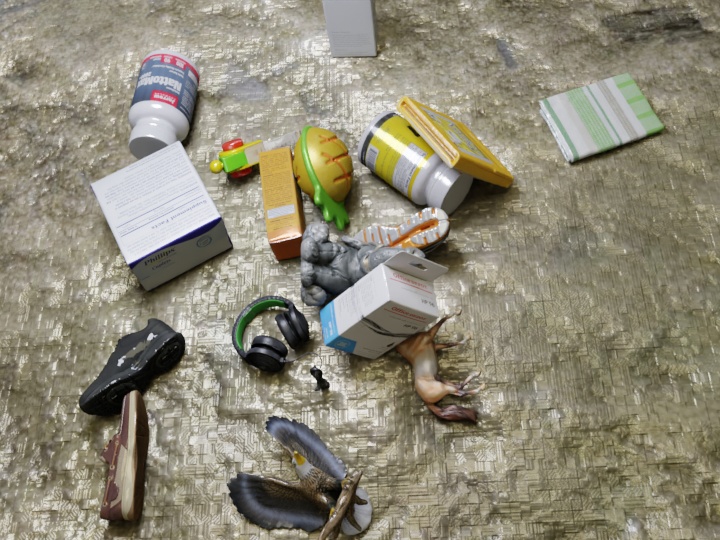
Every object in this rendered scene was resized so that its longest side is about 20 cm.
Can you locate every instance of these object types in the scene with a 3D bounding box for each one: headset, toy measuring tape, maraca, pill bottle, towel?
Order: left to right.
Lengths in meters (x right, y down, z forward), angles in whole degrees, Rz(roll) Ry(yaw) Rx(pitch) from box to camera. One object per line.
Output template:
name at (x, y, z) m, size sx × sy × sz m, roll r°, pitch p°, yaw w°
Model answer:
pill bottle at (-0.386, -0.314, 1.594) m, size 0.117 × 0.120 × 0.204 m, roll 1°, pitch 61°, yaw 6°
toy measuring tape at (-0.205, -0.228, 1.569) m, size 0.198 × 0.074 × 0.074 m, roll -28°, pitch 61°, yaw -29°
headset at (-0.128, 0.126, 1.366) m, size 0.124 × 0.095 × 0.199 m, roll -46°, pitch 51°, yaw -14°
maraca at (-0.064, -0.169, 1.479) m, size 0.105 × 0.136 × 0.204 m, roll -23°, pitch 64°, yaw 24°
pill bottle at (0.099, -0.192, 1.482) m, size 0.199 × 0.115 × 0.114 m, roll 38°, pitch 70°, yaw 22°
towel at (0.454, -0.289, 1.555) m, size 0.196 × 0.031 × 0.152 m, roll -17°, pitch 63°, yaw -7°

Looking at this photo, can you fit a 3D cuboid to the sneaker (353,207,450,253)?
sneaker at (0.070, -0.046, 1.431) m, size 0.196 × 0.077 × 0.080 m, roll -17°, pitch 78°, yaw 17°

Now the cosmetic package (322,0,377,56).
cosmetic package at (-0.020, -0.519, 1.624) m, size 0.099 × 0.201 × 0.075 m, roll 0°, pitch 60°, yaw 5°

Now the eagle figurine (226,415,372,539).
eagle figurine at (-0.083, 0.316, 1.230) m, size 0.197 × 0.155 × 0.150 m, roll 8°, pitch 13°, yaw 43°

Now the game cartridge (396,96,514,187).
game cartridge at (0.173, -0.227, 1.456) m, size 0.033 × 0.198 × 0.177 m, roll -52°, pitch 56°, yaw 24°

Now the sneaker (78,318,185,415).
sneaker at (-0.388, 0.160, 1.367) m, size 0.199 × 0.077 × 0.090 m, roll -39°, pitch 55°, yaw -23°

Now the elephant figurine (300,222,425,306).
elephant figurine at (0.000, 0.000, 1.350) m, size 0.195 × 0.144 × 0.156 m, roll 1°, pitch 28°, yaw -2°

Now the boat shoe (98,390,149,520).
boat shoe at (-0.378, 0.290, 1.288) m, size 0.070 × 0.072 × 0.204 m, roll -4°, pitch 67°, yaw 1°

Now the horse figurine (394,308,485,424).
horse figurine at (0.125, 0.156, 1.319) m, size 0.130 × 0.050 × 0.204 m, roll -20°, pitch 66°, yaw 9°

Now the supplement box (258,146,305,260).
supplement box at (-0.141, -0.125, 1.493) m, size 0.067 × 0.067 × 0.204 m, roll -14°, pitch 61°, yaw 3°

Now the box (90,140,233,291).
box at (-0.357, -0.099, 1.479) m, size 0.181 × 0.106 × 0.202 m, roll -28°, pitch 61°, yaw -10°

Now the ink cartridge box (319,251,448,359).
ink cartridge box at (0.042, 0.059, 1.288) m, size 0.199 × 0.115 × 0.069 m, roll -38°, pitch 49°, yaw 37°
